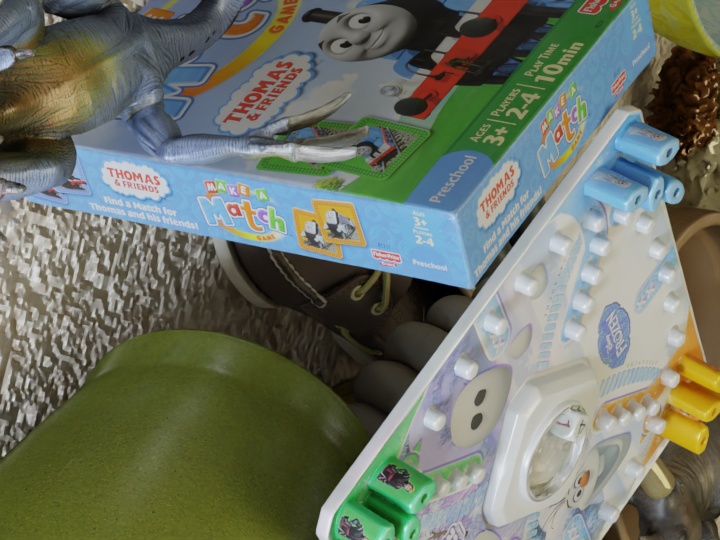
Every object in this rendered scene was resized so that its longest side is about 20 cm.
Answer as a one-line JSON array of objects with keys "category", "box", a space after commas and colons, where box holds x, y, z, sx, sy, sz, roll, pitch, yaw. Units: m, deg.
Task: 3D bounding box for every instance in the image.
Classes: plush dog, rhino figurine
[{"category": "plush dog", "box": [0.248, -0.078, 1.353, 0.171, 0.160, 0.201, -34, 131, -15]}, {"category": "rhino figurine", "box": [0.183, 0.113, 1.186, 0.200, 0.060, 0.088, -29, 104, -51]}]

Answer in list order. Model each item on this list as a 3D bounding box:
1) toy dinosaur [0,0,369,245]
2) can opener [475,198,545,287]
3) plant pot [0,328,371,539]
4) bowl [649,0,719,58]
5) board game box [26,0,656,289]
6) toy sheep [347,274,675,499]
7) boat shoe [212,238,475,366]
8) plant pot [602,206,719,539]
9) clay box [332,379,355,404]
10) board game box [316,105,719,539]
[{"category": "toy dinosaur", "box": [-0.102, -0.082, 0.778, 0.182, 0.198, 0.106, -53, 138, -69]}, {"category": "can opener", "box": [0.073, 0.005, 1.116, 0.053, 0.067, 0.201, -29, 99, -21]}, {"category": "plant pot", "box": [-0.078, 0.131, 0.839, 0.193, 0.199, 0.201, -63, 148, -44]}, {"category": "bowl", "box": [0.162, -0.215, 1.176, 0.200, 0.107, 0.202, -25, 121, -53]}, {"category": "board game box", "box": [-0.011, -0.066, 0.851, 0.151, 0.199, 0.037, -50, 137, -39]}, {"category": "toy sheep", "box": [0.062, 0.071, 0.995, 0.200, 0.138, 0.138, -43, 138, -15]}, {"category": "boat shoe", "box": [0.000, 0.000, 1.027, 0.200, 0.059, 0.072, 41, 65, -56]}, {"category": "plant pot", "box": [0.145, 0.061, 1.255, 0.200, 0.092, 0.202, -25, 120, -54]}, {"category": "clay box", "box": [0.042, 0.102, 1.142, 0.200, 0.047, 0.116, -16, 113, -55]}, {"category": "board game box", "box": [0.075, 0.070, 0.868, 0.200, 0.026, 0.200, -52, 148, -19]}]
